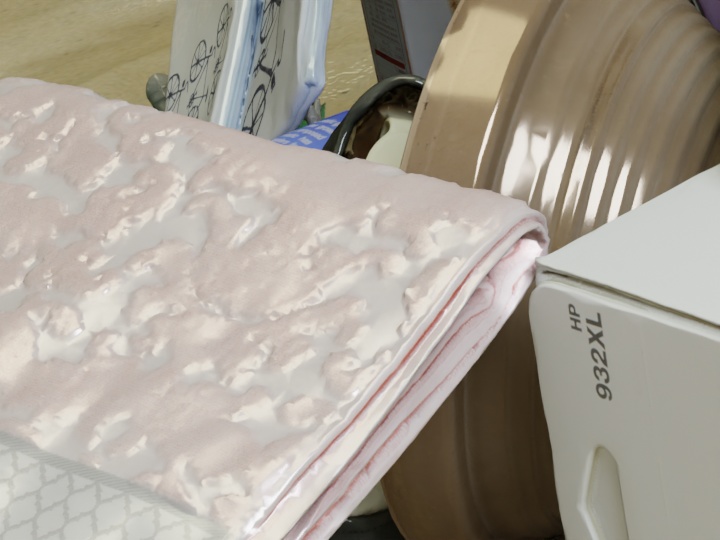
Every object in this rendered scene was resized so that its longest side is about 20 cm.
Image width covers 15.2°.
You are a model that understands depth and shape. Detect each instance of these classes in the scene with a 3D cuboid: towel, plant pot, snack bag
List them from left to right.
[{"bbox_3d":[-0.079,0.025,0.722,0.200,0.032,0.191,16,51,35],"label":"towel"},{"bbox_3d":[-0.046,-0.100,1.078,0.021,0.200,0.189,14,60,-15],"label":"snack bag"},{"bbox_3d":[0.082,-0.002,0.830,0.092,0.202,0.201,12,30,19],"label":"plant pot"}]

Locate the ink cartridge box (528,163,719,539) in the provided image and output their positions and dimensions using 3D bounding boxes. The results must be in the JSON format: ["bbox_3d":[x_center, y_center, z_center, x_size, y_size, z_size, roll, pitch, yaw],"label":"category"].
[{"bbox_3d":[0.154,0.033,0.756,0.200,0.146,0.084,-27,29,-32],"label":"ink cartridge box"}]

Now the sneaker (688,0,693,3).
[{"bbox_3d":[0.132,-0.067,1.102,0.200,0.078,0.070,-25,25,-29],"label":"sneaker"}]

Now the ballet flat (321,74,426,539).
[{"bbox_3d":[-0.004,0.022,0.851,0.068,0.068,0.201,11,60,-4],"label":"ballet flat"}]

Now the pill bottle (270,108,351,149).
[{"bbox_3d":[0.000,0.000,0.968,0.199,0.112,0.112,-23,24,-22],"label":"pill bottle"}]

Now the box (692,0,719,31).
[{"bbox_3d":[0.191,-0.140,0.971,0.096,0.176,0.200,-10,32,30],"label":"box"}]

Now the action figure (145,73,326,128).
[{"bbox_3d":[-0.047,-0.042,1.185,0.118,0.055,0.200,-15,26,-11],"label":"action figure"}]

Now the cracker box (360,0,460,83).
[{"bbox_3d":[0.068,-0.133,1.132,0.134,0.201,0.058,-18,21,-14],"label":"cracker box"}]
